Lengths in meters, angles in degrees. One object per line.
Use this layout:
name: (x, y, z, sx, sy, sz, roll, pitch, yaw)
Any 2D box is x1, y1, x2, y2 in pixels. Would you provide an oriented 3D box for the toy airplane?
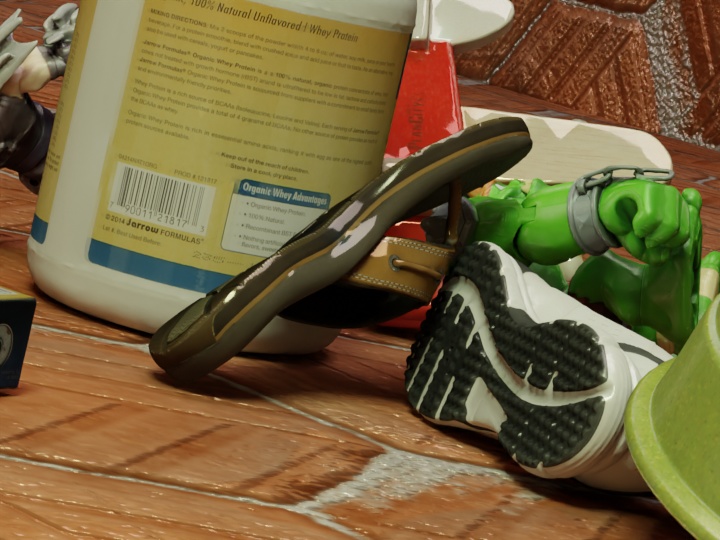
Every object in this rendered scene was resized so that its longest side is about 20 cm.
toy airplane: (0.025, -0.051, 1.504, 0.199, 0.142, 0.200, -31, 49, -32)

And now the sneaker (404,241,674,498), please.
sneaker: (0.079, 0.047, 1.177, 0.080, 0.074, 0.200, 22, 9, -23)

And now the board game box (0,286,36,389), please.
board game box: (-0.219, 0.009, 0.994, 0.135, 0.035, 0.200, 17, 8, 27)

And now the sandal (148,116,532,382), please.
sandal: (0.000, 0.000, 1.195, 0.200, 0.055, 0.082, -36, 2, -42)

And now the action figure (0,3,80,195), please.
action figure: (-0.143, -0.057, 1.386, 0.199, 0.130, 0.070, 24, 39, -38)

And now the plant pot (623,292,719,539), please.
plant pot: (0.214, 0.002, 1.015, 0.199, 0.191, 0.200, 16, 24, -7)

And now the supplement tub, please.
supplement tub: (-0.056, -0.076, 1.291, 0.144, 0.201, 0.145, 13, 7, -2)

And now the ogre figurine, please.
ogre figurine: (0.094, 0.009, 1.312, 0.119, 0.099, 0.200, 5, -3, 13)
